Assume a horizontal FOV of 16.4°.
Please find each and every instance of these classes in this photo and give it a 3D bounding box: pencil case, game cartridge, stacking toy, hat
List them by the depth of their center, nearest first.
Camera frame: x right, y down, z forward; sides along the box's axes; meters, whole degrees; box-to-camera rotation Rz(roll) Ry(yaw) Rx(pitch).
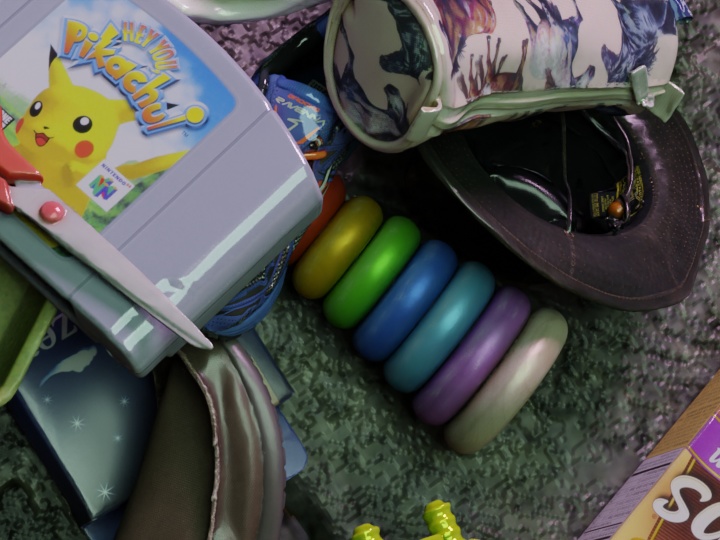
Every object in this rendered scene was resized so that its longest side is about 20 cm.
[{"bbox_3d":[-0.120,-0.061,1.096,0.200,0.040,0.133,40,70,18],"label":"game cartridge"},{"bbox_3d":[0.068,-0.101,1.151,0.200,0.078,0.089,-13,47,-47],"label":"pencil case"},{"bbox_3d":[0.000,0.000,1.219,0.200,0.085,0.085,37,67,-2],"label":"stacking toy"},{"bbox_3d":[0.079,-0.049,1.247,0.201,0.081,0.201,23,49,-29],"label":"hat"}]

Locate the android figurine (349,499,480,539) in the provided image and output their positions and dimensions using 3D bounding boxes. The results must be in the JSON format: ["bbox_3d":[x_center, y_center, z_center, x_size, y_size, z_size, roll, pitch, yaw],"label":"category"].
[{"bbox_3d":[0.053,0.205,1.153,0.182,0.041,0.200,-11,75,-39],"label":"android figurine"}]

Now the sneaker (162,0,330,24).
[{"bbox_3d":[-0.003,-0.155,1.145,0.200,0.081,0.077,-18,106,4],"label":"sneaker"}]

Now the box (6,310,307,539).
[{"bbox_3d":[-0.116,0.034,1.189,0.121,0.032,0.200,-32,90,-24],"label":"box"}]

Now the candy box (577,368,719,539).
[{"bbox_3d":[0.200,0.126,1.271,0.117,0.056,0.200,45,68,-6],"label":"candy box"}]

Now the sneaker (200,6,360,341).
[{"bbox_3d":[-0.044,-0.053,1.142,0.075,0.078,0.200,27,53,-3],"label":"sneaker"}]

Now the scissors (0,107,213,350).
[{"bbox_3d":[-0.136,-0.035,1.058,0.200,0.014,0.073,25,58,9],"label":"scissors"}]

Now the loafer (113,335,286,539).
[{"bbox_3d":[-0.077,0.121,1.134,0.071,0.073,0.200,-7,95,-26],"label":"loafer"}]

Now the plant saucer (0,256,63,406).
[{"bbox_3d":[-0.203,-0.048,1.139,0.200,0.048,0.200,21,69,11],"label":"plant saucer"}]
